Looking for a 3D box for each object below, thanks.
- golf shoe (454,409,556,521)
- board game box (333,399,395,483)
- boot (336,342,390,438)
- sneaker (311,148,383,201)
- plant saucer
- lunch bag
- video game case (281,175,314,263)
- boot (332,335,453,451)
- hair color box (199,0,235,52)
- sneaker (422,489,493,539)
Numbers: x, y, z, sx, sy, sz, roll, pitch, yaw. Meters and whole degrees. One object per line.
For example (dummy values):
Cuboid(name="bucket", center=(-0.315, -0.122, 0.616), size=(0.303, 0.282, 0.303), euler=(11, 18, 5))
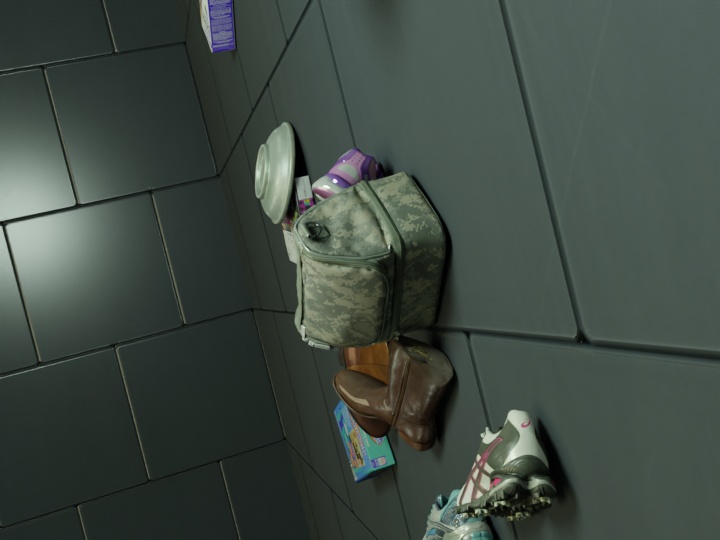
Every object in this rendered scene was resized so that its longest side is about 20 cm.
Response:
Cuboid(name="golf shoe", center=(0.151, 0.214, 0.802), size=(0.200, 0.077, 0.088), euler=(111, 161, -62))
Cuboid(name="board game box", center=(0.003, 0.310, 1.438), size=(0.200, 0.045, 0.152), euler=(114, 139, -67))
Cuboid(name="boot", center=(0.042, 0.183, 1.201), size=(0.200, 0.068, 0.189), euler=(-10, 91, 64))
Cuboid(name="sneaker", center=(-0.002, -0.106, 1.034), size=(0.080, 0.089, 0.200), euler=(29, 173, 11))
Cuboid(name="plant saucer", center=(-0.173, -0.192, 1.495), size=(0.200, 0.050, 0.201), euler=(-176, 90, -73))
Cuboid(name="lunch bag", center=(0.000, 0.000, 0.927), size=(0.200, 0.167, 0.139), euler=(94, 157, -50))
Cuboid(name="video game case", center=(-0.124, -0.099, 1.533), size=(0.200, 0.036, 0.182), euler=(-161, 59, -72))
Cuboid(name="boot", center=(0.038, 0.141, 1.035), size=(0.186, 0.064, 0.200), euler=(29, 146, 22))
Cuboid(name="hair color box", center=(-0.336, -0.621, 1.768), size=(0.200, 0.065, 0.109), euler=(100, 152, -53))
Cuboid(name="sneaker", center=(0.124, 0.346, 1.018), size=(0.200, 0.077, 0.086), euler=(115, 151, -56))
